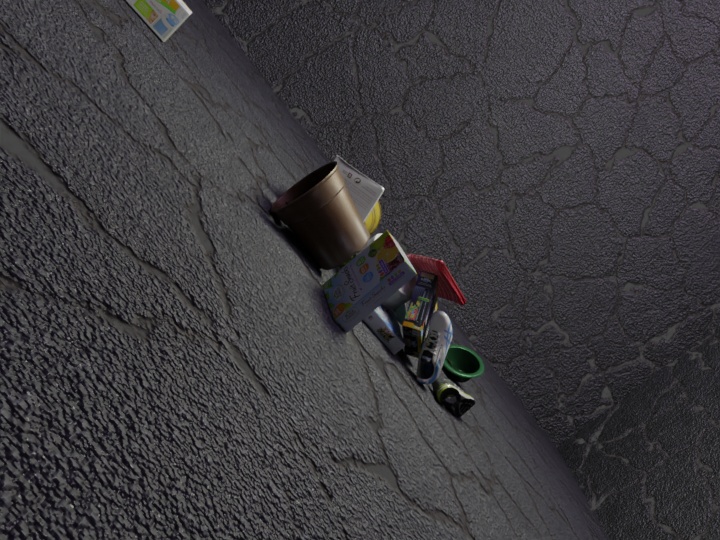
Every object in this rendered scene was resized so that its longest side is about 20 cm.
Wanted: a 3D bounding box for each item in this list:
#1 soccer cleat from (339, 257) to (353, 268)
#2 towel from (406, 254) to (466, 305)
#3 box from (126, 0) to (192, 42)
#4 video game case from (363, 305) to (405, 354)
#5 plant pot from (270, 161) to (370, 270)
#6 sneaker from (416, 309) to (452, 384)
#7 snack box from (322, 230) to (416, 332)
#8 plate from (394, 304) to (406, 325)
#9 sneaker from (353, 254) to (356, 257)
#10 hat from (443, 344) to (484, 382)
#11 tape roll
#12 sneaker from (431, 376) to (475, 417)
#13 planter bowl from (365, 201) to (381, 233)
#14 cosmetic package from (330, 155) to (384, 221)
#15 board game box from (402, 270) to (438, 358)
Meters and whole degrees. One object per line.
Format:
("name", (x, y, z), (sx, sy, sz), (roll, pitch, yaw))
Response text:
("soccer cleat", (-0.091, -0.086, 1.662), (0.200, 0.067, 0.081), (47, 3, -18))
("towel", (0.204, 0.023, 1.658), (0.146, 0.022, 0.199), (58, -15, -19))
("box", (-0.576, -0.755, 1.669), (0.200, 0.112, 0.102), (46, 10, -26))
("video game case", (0.036, 0.104, 1.616), (0.182, 0.045, 0.201), (48, 10, -21))
("plant pot", (-0.085, -0.126, 1.479), (0.200, 0.198, 0.201), (55, 7, -19))
("sneaker", (0.193, 0.205, 1.594), (0.071, 0.205, 0.072), (16, 11, 27))
("snack box", (0.015, 0.021, 1.330), (0.053, 0.199, 0.143), (44, 11, -32))
("plate", (0.101, 0.078, 1.905), (0.200, 0.025, 0.205), (166, -89, -80))
("sneaker", (0.000, 0.000, 1.742), (0.198, 0.078, 0.086), (37, 48, -6))
("hat", (0.345, 0.386, 2.173), (0.195, 0.179, 0.167), (3, 35, -23))
("tape roll", (0.075, 0.001, 1.670), (0.202, 0.070, 0.205), (42, 30, -30))
("sneaker", (0.264, 0.352, 1.724), (0.200, 0.074, 0.081), (45, 7, -46))
("planter bowl", (-0.033, -0.162, 1.875), (0.201, 0.199, 0.084), (47, 21, -21))
("cosmetic package", (-0.051, -0.193, 1.715), (0.166, 0.168, 0.200), (34, -5, -3))
("board game box", (0.163, 0.123, 1.640), (0.055, 0.168, 0.201), (13, -27, 13))
